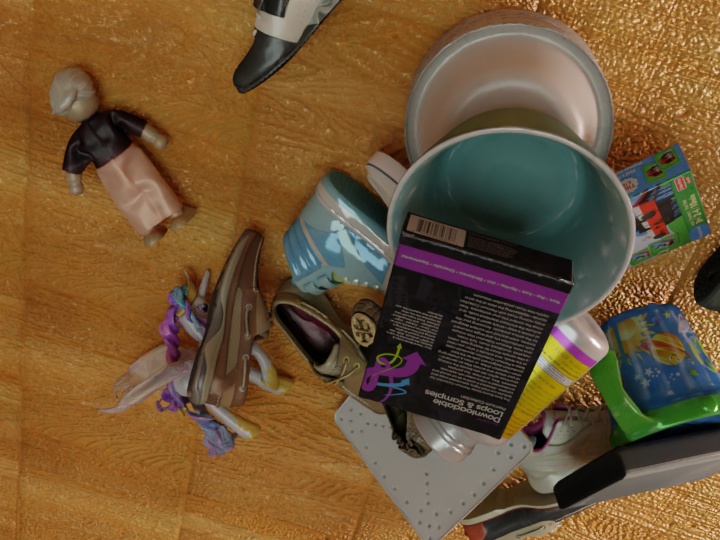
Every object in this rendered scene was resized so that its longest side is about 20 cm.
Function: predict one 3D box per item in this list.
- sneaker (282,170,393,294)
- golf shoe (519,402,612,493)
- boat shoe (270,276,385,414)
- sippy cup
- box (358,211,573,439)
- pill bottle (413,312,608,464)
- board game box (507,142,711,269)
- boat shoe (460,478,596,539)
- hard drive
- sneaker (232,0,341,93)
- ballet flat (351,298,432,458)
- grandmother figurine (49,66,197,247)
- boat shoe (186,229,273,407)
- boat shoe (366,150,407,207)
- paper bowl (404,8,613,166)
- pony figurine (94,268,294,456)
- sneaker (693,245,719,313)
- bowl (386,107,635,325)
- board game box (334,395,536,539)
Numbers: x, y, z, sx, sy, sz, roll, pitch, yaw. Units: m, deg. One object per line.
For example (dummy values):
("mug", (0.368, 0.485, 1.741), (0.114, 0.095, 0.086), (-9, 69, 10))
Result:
("sneaker", (0.000, 0.000, 0.864), (0.200, 0.080, 0.131), (44, 115, -5))
("golf shoe", (0.269, 0.193, 0.934), (0.199, 0.076, 0.092), (-35, 106, 23))
("boat shoe", (-0.032, 0.098, 0.907), (0.200, 0.066, 0.074), (45, 117, -2))
("sippy cup", (0.314, 0.111, 0.834), (0.138, 0.132, 0.178), (-19, 156, 10))
("box", (0.084, 0.056, 0.682), (0.141, 0.036, 0.202), (16, 129, 3))
("pill bottle", (0.146, 0.106, 0.796), (0.104, 0.105, 0.200), (40, 108, -14))
("board game box", (0.239, -0.036, 0.786), (0.198, 0.037, 0.151), (-25, 150, 21))
("boat shoe", (0.220, 0.309, 1.002), (0.198, 0.071, 0.063), (-25, 101, 25))
("hard drive", (0.326, 0.212, 0.852), (0.197, 0.033, 0.140), (-5, 152, -20))
("sneaker", (-0.068, -0.260, 0.735), (0.088, 0.074, 0.200), (40, 107, -14))
("ballet flat", (0.033, 0.124, 0.860), (0.067, 0.046, 0.202), (9, 127, 53))
("grandmother figurine", (-0.269, -0.124, 0.850), (0.120, 0.061, 0.202), (-32, 110, -6))
("boat shoe", (-0.134, 0.055, 0.870), (0.071, 0.203, 0.076), (17, 165, -13))
("boat shoe", (0.062, -0.030, 0.784), (0.065, 0.074, 0.201), (-39, 79, -4))
("paper bowl", (0.140, -0.137, 0.751), (0.197, 0.105, 0.203), (3, 120, 6))
("pony figurine", (-0.201, 0.125, 0.938), (0.193, 0.166, 0.201), (-42, 105, -7))
("sneaker", (0.441, -0.022, 0.788), (0.113, 0.077, 0.201), (22, 123, -6))
("bowl", (0.128, -0.056, 0.671), (0.197, 0.106, 0.203), (8, 129, 10))
("board game box", (0.081, 0.187, 0.923), (0.200, 0.026, 0.201), (50, 121, 22))
